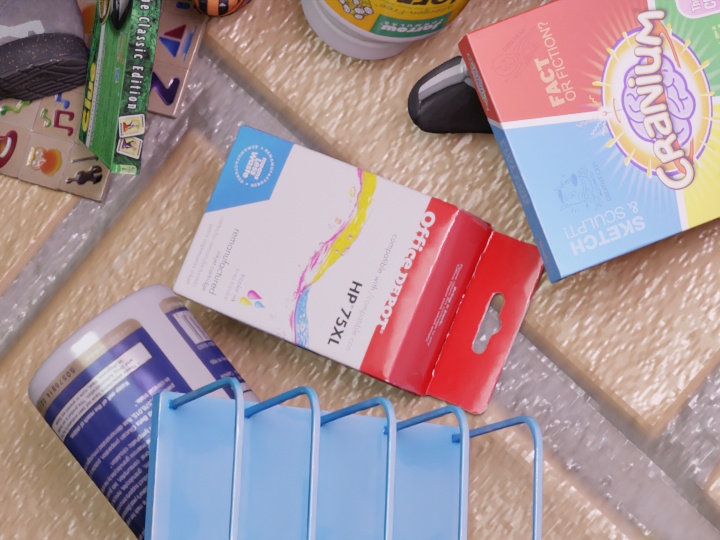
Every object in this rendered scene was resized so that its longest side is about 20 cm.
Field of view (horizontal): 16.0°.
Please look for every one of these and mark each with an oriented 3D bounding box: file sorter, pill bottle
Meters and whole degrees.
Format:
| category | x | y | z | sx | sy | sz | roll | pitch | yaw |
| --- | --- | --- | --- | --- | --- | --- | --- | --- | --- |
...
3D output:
| category | x | y | z | sx | sy | sz | roll | pitch | yaw |
| --- | --- | --- | --- | --- | --- | --- | --- | --- | --- |
| file sorter | -0.009 | 0.140 | 1.458 | 0.123 | 0.200 | 0.139 | 154 | 121 | -63 |
| pill bottle | -0.102 | 0.117 | 1.559 | 0.111 | 0.111 | 0.200 | -40 | 81 | 10 |
| pill bottle | 0.027 | -0.204 | 1.527 | 0.113 | 0.200 | 0.113 | 6 | 69 | -15 |

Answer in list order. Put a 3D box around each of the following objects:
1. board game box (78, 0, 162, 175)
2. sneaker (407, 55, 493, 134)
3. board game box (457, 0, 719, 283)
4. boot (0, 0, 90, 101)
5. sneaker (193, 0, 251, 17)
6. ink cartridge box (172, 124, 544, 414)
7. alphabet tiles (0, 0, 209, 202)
| category | x | y | z | sx | sy | sz | roll | pitch | yaw |
| --- | --- | --- | --- | --- | --- | --- | --- | --- | --- |
| board game box | -0.146 | -0.169 | 1.618 | 0.105 | 0.023 | 0.200 | -142 | 58 | -65 |
| sneaker | 0.128 | -0.084 | 1.536 | 0.200 | 0.075 | 0.116 | -15 | 76 | 18 |
| board game box | 0.177 | -0.098 | 1.478 | 0.200 | 0.040 | 0.153 | -21 | 87 | -6 |
| boot | -0.275 | -0.170 | 1.722 | 0.200 | 0.070 | 0.132 | -13 | 71 | 8 |
| sneaker | -0.085 | -0.256 | 1.633 | 0.077 | 0.112 | 0.200 | 12 | 77 | -2 |
| ink cartridge box | 0.000 | 0.000 | 1.573 | 0.200 | 0.067 | 0.116 | 21 | 88 | 24 |
| alphabet tiles | -0.184 | -0.152 | 1.713 | 0.167 | 0.008 | 0.200 | 16 | 86 | 24 |
